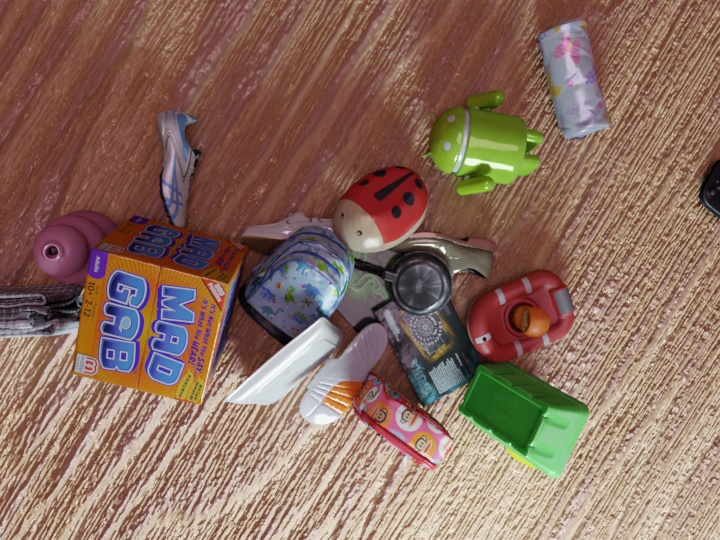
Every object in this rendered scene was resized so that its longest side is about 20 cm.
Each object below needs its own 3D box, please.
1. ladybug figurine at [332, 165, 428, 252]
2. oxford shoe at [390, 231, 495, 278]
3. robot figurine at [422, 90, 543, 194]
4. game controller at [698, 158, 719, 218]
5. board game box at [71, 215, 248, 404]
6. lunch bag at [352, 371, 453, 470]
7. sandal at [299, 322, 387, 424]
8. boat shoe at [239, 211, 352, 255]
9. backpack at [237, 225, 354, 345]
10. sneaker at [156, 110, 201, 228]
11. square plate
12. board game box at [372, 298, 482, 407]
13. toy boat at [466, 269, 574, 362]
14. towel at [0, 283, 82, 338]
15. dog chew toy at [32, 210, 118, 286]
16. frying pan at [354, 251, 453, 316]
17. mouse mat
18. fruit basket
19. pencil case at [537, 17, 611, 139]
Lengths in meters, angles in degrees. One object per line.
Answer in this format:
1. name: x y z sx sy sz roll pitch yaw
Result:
1. ladybug figurine: 0.039 -0.114 1.109 0.135 0.072 0.200 40 61 16
2. oxford shoe: 0.141 -0.026 1.152 0.197 0.070 0.076 6 86 -5
3. robot figurine: 0.207 -0.215 1.126 0.197 0.116 0.178 10 84 -5
4. game controller: 0.720 -0.120 1.215 0.199 0.042 0.105 34 91 -7
5. board game box: -0.308 0.055 1.037 0.197 0.200 0.202 15 107 -6
6. lunch bag: 0.077 0.255 1.107 0.175 0.200 0.082 35 86 -6
7. sandal: -0.030 0.177 1.143 0.207 0.059 0.079 -49 114 -15
8. boat shoe: -0.108 -0.067 1.138 0.197 0.071 0.070 1 68 -6
9. backpack: -0.095 0.024 1.078 0.163 0.154 0.200 41 105 -6
10. sneaker: -0.305 -0.168 1.110 0.071 0.072 0.203 -2 97 -13
11. square plate: -0.113 0.161 1.086 0.199 0.198 0.029 -40 76 -2
12. board game box: 0.124 0.127 1.183 0.134 0.028 0.202 -27 98 -2
13. toy boat: 0.287 0.085 1.146 0.198 0.131 0.132 -23 95 -4
14. towel: -0.562 0.064 1.056 0.197 0.166 0.087 -2 88 -5
15. dog chew toy: -0.452 -0.034 1.039 0.123 0.200 0.126 0 94 -4
16. frying pan: 0.074 0.002 1.131 0.189 0.031 0.115 38 105 -2
17. mouse mat: 0.000 0.000 1.178 0.161 0.008 0.200 -43 95 -1
18. fruit basket: 0.294 0.266 1.150 0.213 0.216 0.157 25 93 -6
19. pencil case: 0.376 -0.334 1.150 0.090 0.083 0.203 -17 95 3
